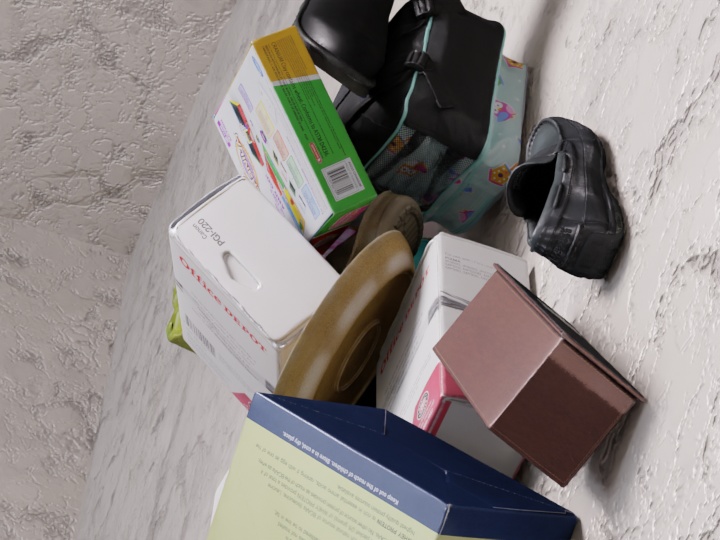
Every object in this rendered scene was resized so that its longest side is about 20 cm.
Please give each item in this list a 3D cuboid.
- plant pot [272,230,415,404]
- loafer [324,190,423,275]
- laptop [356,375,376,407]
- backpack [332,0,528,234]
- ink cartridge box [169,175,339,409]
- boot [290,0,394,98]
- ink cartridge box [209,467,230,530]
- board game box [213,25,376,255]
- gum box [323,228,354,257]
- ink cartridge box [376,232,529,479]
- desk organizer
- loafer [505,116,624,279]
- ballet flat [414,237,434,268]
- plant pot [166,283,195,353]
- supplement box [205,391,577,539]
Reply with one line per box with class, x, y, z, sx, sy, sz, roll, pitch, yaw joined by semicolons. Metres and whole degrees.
plant pot;-0.010;0.062;1.604;0.201;0.027;0.200;-54;-15;-22
loafer;0.000;0.000;1.710;0.076;0.067;0.201;-48;-16;-36
laptop;0.000;0.211;1.693;0.200;0.116;0.187;-51;10;19
backpack;0.047;-0.116;1.750;0.200;0.153;0.177;-40;32;41
ink cartridge box;-0.082;0.036;1.704;0.085;0.146;0.200;-38;-21;-17
boot;0.012;-0.246;1.679;0.158;0.079;0.212;-53;19;21
ink cartridge box;-0.083;0.211;1.850;0.200;0.067;0.117;120;161;-52
board game box;-0.058;-0.096;1.680;0.154;0.040;0.200;65;163;6
gum box;-0.009;-0.040;1.913;0.201;0.066;0.114;78;-158;-54
ink cartridge box;0.070;0.091;1.540;0.201;0.084;0.146;-91;21;-53
desk organizer;0.113;0.067;1.361;0.077;0.072;0.200;-51;15;5
loafer;0.139;-0.062;1.470;0.201;0.070;0.068;-96;27;-62
ballet flat;0.020;0.062;1.830;0.201;0.074;0.074;-54;12;-1
plant pot;-0.099;0.037;2.135;0.200;0.183;0.202;-163;90;-77
supplement box;0.004;0.214;1.359;0.199;0.134;0.201;26;100;44
